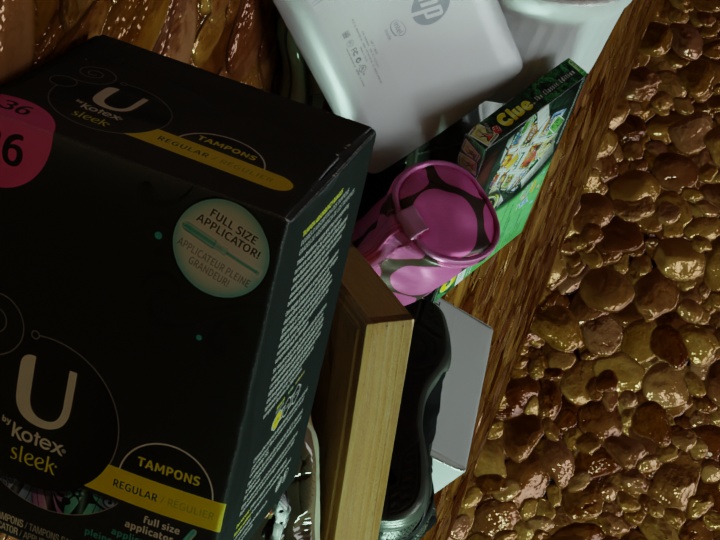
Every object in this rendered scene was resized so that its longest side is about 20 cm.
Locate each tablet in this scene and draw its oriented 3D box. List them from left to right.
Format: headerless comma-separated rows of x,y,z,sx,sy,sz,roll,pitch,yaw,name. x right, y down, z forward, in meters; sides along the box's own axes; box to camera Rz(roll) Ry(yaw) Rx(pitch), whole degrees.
0.024,-0.158,1.106,0.130,0.014,0.200,-35,138,-4,tablet

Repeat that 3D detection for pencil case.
0.000,0.000,1.194,0.093,0.091,0.200,-1,155,-42,pencil case

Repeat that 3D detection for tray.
-0.015,0.095,1.131,0.099,0.037,0.201,-130,-138,-52,tray

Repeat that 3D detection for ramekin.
0.093,-0.207,1.250,0.201,0.199,0.098,-56,170,-52,ramekin

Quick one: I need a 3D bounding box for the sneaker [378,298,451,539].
0.023,0.118,1.264,0.115,0.076,0.201,95,0,-52,sneaker

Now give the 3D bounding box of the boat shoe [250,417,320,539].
-0.055,0.161,1.130,0.076,0.071,0.201,-83,-175,-59,boat shoe

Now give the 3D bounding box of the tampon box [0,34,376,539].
-0.098,0.020,0.807,0.126,0.149,0.201,-50,156,-62,tampon box

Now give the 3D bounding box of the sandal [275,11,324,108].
-0.019,-0.144,1.151,0.080,0.057,0.202,-60,164,-44,sandal

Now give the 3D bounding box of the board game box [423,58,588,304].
0.096,-0.059,1.245,0.105,0.023,0.200,-39,162,-28,board game box

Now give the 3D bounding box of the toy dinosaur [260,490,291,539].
-0.096,0.093,0.976,0.102,0.135,0.201,-35,143,-69,toy dinosaur

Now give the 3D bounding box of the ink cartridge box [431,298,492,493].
0.013,0.127,1.428,0.200,0.082,0.146,-42,-155,47,ink cartridge box

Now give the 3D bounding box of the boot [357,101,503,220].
0.068,-0.085,1.306,0.200,0.072,0.183,-28,139,-51,boot
